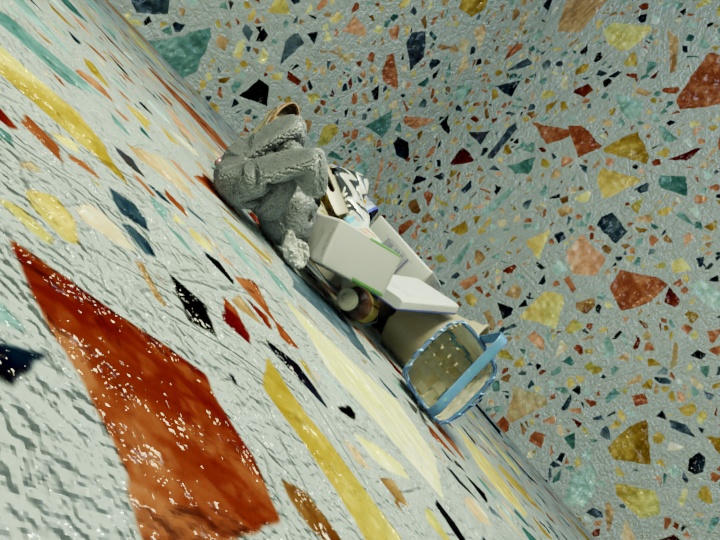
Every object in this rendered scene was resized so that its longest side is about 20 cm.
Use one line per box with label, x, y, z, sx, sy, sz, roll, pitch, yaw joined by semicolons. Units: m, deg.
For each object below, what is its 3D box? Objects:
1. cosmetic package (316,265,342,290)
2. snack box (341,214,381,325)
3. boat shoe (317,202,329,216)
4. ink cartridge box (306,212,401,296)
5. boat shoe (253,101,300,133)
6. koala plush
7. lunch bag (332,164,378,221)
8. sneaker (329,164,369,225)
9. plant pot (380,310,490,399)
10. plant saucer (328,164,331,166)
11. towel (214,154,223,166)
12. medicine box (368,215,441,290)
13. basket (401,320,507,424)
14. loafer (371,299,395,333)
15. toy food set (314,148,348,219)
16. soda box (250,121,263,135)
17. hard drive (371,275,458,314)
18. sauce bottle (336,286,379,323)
cosmetic package;-0.015;0.018;1.530;0.200;0.087;0.104;46;3;-44
snack box;0.000;0.000;1.363;0.116;0.036;0.205;49;-34;46
boat shoe;-0.103;-0.127;1.296;0.201;0.072;0.068;50;35;-44
ink cartridge box;-0.040;-0.038;1.190;0.143;0.086;0.199;28;-2;-30
boat shoe;-0.156;-0.252;1.206;0.075;0.071;0.204;38;37;-29
koala plush;-0.137;-0.118;1.090;0.179;0.179;0.203;-119;-171;-46
lunch bag;-0.076;-0.148;1.623;0.171;0.199;0.124;48;-10;15
sneaker;-0.046;-0.156;1.456;0.128;0.079;0.204;25;55;-31
plant pot;0.149;0.152;1.390;0.182;0.203;0.200;34;-2;20
plant saucer;-0.109;-0.168;1.542;0.201;0.199;0.032;47;-18;12
towel;-0.192;-0.167;1.301;0.201;0.023;0.145;49;33;-11
medicine box;0.089;-0.007;1.539;0.183;0.103;0.200;48;1;17
basket;0.162;0.173;1.121;0.140;0.175;0.200;49;-9;2
loafer;0.045;0.100;1.475;0.073;0.071;0.201;46;-17;19
toy food set;-0.094;-0.157;1.396;0.147;0.059;0.200;65;-18;5
soda box;-0.194;-0.216;1.256;0.064;0.067;0.203;42;35;-25
hard drive;0.094;0.045;1.291;0.131;0.026;0.197;34;16;38
sauce bottle;-0.006;0.062;1.224;0.066;0.066;0.200;46;0;14
